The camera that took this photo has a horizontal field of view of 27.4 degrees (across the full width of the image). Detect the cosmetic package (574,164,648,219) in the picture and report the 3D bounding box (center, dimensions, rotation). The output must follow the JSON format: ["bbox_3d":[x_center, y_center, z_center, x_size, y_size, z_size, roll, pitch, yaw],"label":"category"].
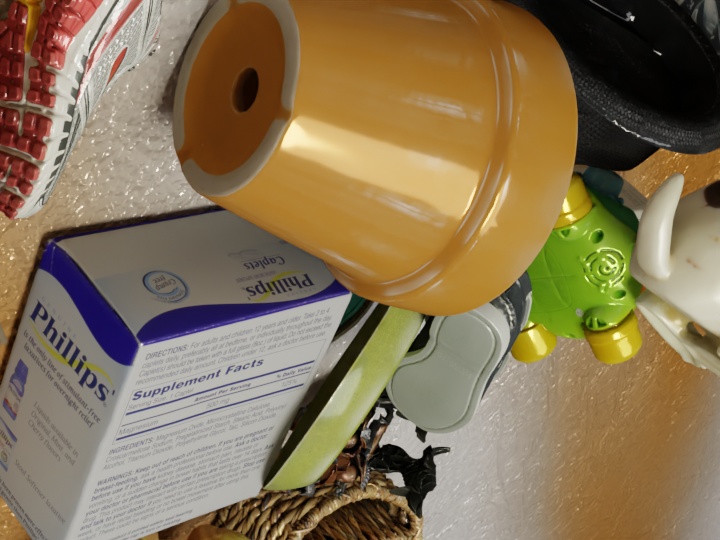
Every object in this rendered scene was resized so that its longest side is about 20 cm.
[{"bbox_3d":[0.159,-0.030,1.259,0.199,0.073,0.104,-2,130,-51],"label":"cosmetic package"}]

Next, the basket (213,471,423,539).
[{"bbox_3d":[-0.022,0.255,1.310,0.199,0.149,0.143,3,126,-52],"label":"basket"}]

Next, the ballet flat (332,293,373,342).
[{"bbox_3d":[0.000,0.000,1.104,0.200,0.067,0.062,-43,161,-4],"label":"ballet flat"}]

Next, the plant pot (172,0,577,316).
[{"bbox_3d":[-0.004,-0.085,0.880,0.182,0.201,0.201,12,120,-39],"label":"plant pot"}]

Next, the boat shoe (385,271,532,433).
[{"bbox_3d":[0.075,0.058,1.077,0.060,0.075,0.200,-50,179,-30],"label":"boat shoe"}]

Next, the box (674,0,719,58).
[{"bbox_3d":[0.293,-0.212,1.071,0.123,0.200,0.198,-17,140,-41],"label":"box"}]

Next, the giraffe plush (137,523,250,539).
[{"bbox_3d":[-0.175,0.249,1.123,0.172,0.200,0.162,-41,122,0],"label":"giraffe plush"}]

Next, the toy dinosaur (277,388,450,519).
[{"bbox_3d":[0.001,0.125,1.219,0.103,0.134,0.201,81,31,-45],"label":"toy dinosaur"}]

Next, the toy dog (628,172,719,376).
[{"bbox_3d":[0.272,-0.036,0.966,0.200,0.139,0.194,-47,115,-4],"label":"toy dog"}]

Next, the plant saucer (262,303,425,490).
[{"bbox_3d":[-0.005,0.083,1.085,0.201,0.031,0.200,-56,-179,2],"label":"plant saucer"}]

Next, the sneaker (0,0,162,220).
[{"bbox_3d":[-0.143,-0.111,0.763,0.082,0.078,0.201,-4,131,-52],"label":"sneaker"}]

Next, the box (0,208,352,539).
[{"bbox_3d":[-0.132,0.072,0.980,0.183,0.105,0.201,-13,139,-46],"label":"box"}]

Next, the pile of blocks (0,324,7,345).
[{"bbox_3d":[-0.275,0.078,0.812,0.199,0.063,0.082,-23,-179,-35],"label":"pile of blocks"}]

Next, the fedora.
[{"bbox_3d":[0.155,-0.135,1.012,0.199,0.202,0.092,-15,154,-42],"label":"fedora"}]

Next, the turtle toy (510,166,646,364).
[{"bbox_3d":[0.133,-0.016,1.082,0.101,0.199,0.147,-41,116,-38],"label":"turtle toy"}]
